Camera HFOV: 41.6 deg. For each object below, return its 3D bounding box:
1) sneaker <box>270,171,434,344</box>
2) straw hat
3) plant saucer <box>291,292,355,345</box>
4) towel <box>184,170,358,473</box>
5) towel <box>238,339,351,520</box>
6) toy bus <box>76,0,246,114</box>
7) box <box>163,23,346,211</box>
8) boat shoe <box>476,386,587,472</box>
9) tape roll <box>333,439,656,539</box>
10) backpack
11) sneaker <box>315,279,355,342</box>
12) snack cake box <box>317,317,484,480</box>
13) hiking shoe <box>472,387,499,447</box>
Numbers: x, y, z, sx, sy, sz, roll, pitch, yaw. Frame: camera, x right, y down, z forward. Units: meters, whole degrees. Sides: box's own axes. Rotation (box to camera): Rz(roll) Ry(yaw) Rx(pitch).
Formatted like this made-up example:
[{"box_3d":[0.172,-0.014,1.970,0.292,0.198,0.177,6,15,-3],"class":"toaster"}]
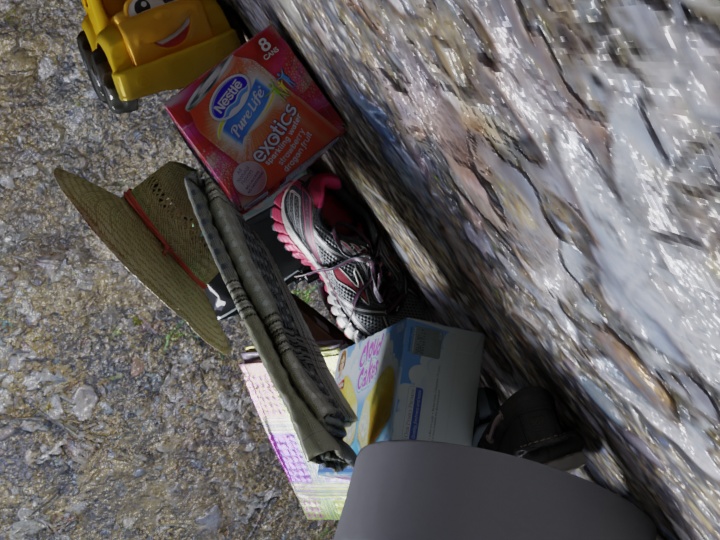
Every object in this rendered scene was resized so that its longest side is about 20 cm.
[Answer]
[{"box_3d":[0.000,0.000,0.865,0.200,0.081,0.074,48,146,-12],"class":"sneaker"},{"box_3d":[-0.144,-0.035,0.763,0.201,0.085,0.201,48,179,1],"class":"straw hat"},{"box_3d":[-0.029,0.083,1.026,0.200,0.030,0.200,40,-179,-1],"class":"plant saucer"},{"box_3d":[-0.050,0.042,0.647,0.193,0.034,0.202,75,170,-76],"class":"towel"},{"box_3d":[-0.035,0.160,0.944,0.142,0.023,0.202,-10,108,35],"class":"towel"},{"box_3d":[-0.196,-0.254,0.842,0.200,0.134,0.194,-140,31,-63],"class":"toy bus"},{"box_3d":[-0.085,-0.111,0.758,0.096,0.099,0.200,54,176,-6],"class":"box"},{"box_3d":[0.116,0.124,0.674,0.200,0.066,0.058,92,162,-73],"class":"boat shoe"},{"box_3d":[0.084,0.176,0.608,0.198,0.067,0.201,15,155,7],"class":"tape roll"},{"box_3d":[-0.112,-0.051,1.001,0.151,0.176,0.200,58,-175,-9],"class":"backpack"},{"box_3d":[0.009,0.058,1.142,0.200,0.074,0.087,50,169,-4],"class":"sneaker"},{"box_3d":[0.028,0.114,0.774,0.066,0.117,0.200,12,165,-14],"class":"snack cake box"},{"box_3d":[0.076,0.201,0.828,0.075,0.086,0.202,61,-147,-62],"class":"hiking shoe"}]
